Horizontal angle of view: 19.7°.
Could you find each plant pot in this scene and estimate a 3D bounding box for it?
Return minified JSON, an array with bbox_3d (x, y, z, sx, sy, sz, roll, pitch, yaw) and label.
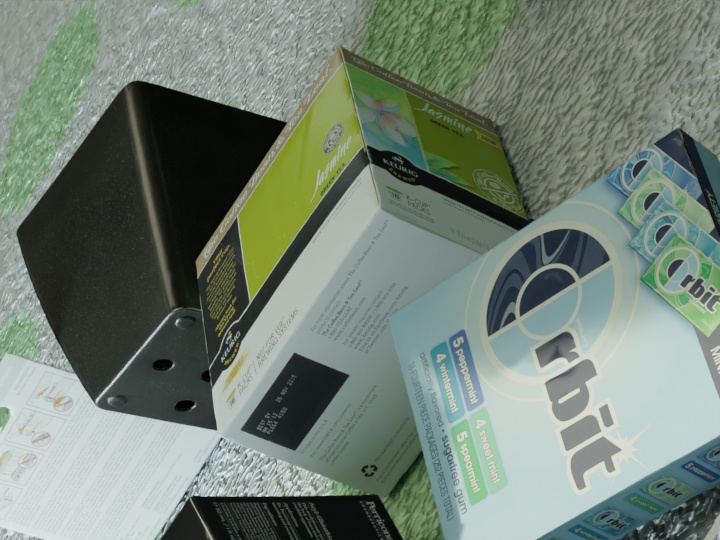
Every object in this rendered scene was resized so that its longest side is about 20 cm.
[{"bbox_3d":[-0.124,0.006,1.558,0.200,0.199,0.178,-47,42,38],"label":"plant pot"}]

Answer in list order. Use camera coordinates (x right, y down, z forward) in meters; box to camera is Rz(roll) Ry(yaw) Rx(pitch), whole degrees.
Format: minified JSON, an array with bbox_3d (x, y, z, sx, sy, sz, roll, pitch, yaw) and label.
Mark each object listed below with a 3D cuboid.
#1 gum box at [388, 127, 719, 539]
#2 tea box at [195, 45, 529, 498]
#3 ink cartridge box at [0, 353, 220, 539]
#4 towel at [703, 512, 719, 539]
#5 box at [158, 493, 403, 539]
[{"bbox_3d":[0.118,0.050,1.069,0.200,0.044,0.171,-34,50,26],"label":"gum box"},{"bbox_3d":[0.000,0.000,1.358,0.200,0.133,0.197,-54,28,27],"label":"tea box"},{"bbox_3d":[-0.223,0.137,1.624,0.163,0.199,0.057,-56,29,23],"label":"ink cartridge box"},{"bbox_3d":[0.189,0.188,0.932,0.147,0.024,0.200,-62,24,14],"label":"towel"},{"bbox_3d":[-0.015,0.220,1.109,0.079,0.141,0.200,-54,50,32],"label":"box"}]
